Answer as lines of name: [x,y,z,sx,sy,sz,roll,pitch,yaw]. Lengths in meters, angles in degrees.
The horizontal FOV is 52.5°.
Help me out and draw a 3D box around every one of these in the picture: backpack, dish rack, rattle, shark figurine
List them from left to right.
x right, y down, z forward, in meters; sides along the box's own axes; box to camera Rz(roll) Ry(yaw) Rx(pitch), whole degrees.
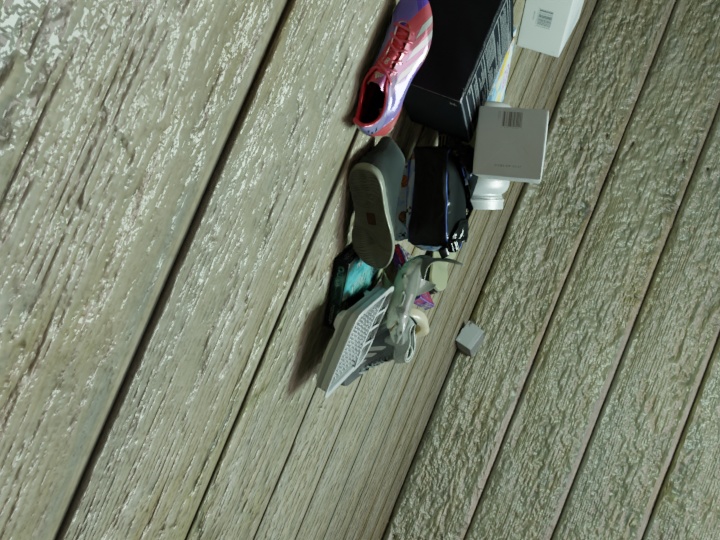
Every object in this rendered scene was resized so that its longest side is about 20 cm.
dish rack: [-0.015,0.112,1.252,0.173,0.043,0.200,-67,167,22]
rattle: [0.060,0.065,1.516,0.199,0.129,0.145,35,56,-44]
shark figurine: [0.106,0.020,1.307,0.215,0.088,0.129,117,-31,-43]
backpack: [0.130,-0.115,1.294,0.190,0.152,0.203,19,79,-66]

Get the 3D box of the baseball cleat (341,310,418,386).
baseball cleat: [0.034,0.162,1.388,0.201,0.106,0.070,-56,157,17]

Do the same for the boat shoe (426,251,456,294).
boat shoe: [0.194,-0.025,1.850,0.063,0.073,0.203,-28,-146,47]

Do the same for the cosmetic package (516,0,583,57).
cosmetic package: [0.510,-0.705,1.894,0.200,0.122,0.201,91,24,-52]

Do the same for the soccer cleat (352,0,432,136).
soccer cleat: [0.043,-0.280,0.990,0.076,0.066,0.202,-13,126,-66]

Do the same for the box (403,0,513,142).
box: [0.151,-0.339,1.155,0.200,0.122,0.200,33,78,-75]

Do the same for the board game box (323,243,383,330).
board game box: [0.000,0.000,1.274,0.200,0.028,0.137,-46,153,-54]

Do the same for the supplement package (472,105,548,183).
supplement package: [0.258,-0.210,1.244,0.200,0.112,0.111,-22,118,-76]

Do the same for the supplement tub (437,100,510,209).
supplement tub: [0.221,-0.222,1.424,0.145,0.143,0.203,-18,110,-70]

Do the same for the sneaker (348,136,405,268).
sneaker: [0.038,-0.103,1.150,0.107,0.074,0.202,-55,152,-42]

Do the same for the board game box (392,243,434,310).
board game box: [0.110,0.017,1.533,0.200,0.032,0.121,29,42,-75]

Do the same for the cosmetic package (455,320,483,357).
cosmetic package: [0.476,0.299,3.167,0.107,0.090,0.200,-54,165,-5]

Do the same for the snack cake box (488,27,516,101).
snack cake box: [0.275,-0.419,1.579,0.116,0.067,0.201,-59,162,-29]
